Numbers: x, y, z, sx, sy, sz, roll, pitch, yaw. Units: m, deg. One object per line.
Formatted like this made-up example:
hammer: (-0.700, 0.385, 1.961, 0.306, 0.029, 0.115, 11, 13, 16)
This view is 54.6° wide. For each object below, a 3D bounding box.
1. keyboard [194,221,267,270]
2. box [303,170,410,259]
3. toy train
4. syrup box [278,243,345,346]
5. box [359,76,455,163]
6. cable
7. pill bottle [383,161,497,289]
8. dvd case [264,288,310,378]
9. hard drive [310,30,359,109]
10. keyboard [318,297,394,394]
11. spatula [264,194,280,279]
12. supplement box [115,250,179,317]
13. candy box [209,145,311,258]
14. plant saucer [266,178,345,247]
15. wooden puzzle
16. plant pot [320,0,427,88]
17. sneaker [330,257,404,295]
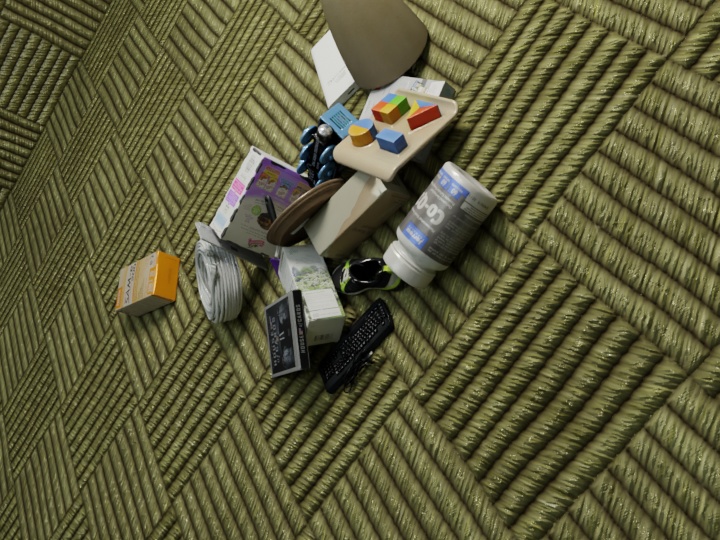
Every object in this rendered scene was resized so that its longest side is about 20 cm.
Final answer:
keyboard: (-0.283, -0.052, 1.547, 0.011, 0.199, 0.057, -39, 50, 21)
box: (-0.008, -0.115, 1.367, 0.200, 0.094, 0.078, -43, 64, 27)
toy train: (-0.066, -0.245, 1.435, 0.114, 0.201, 0.087, -40, 76, -24)
syrup box: (-0.101, 0.045, 1.397, 0.082, 0.077, 0.202, 106, 149, -44)
box: (0.080, -0.309, 1.399, 0.199, 0.041, 0.158, 23, 91, 46)
cable: (-0.331, 0.018, 1.606, 0.200, 0.068, 0.203, 43, 138, 53)
pill bottle: (0.133, -0.074, 1.201, 0.201, 0.113, 0.114, -53, 45, 15)
dvd case: (-0.149, 0.131, 1.390, 0.200, 0.024, 0.153, 151, 113, -63)
hard drive: (-0.046, -0.480, 1.601, 0.131, 0.026, 0.202, -38, 51, 29)
keyboard: (-0.014, 0.148, 1.318, 0.201, 0.039, 0.105, -50, 45, 20)
spatula: (-0.181, -0.065, 1.503, 0.056, 0.020, 0.204, 8, 113, 45)
supplement box: (-0.584, 0.039, 1.905, 0.198, 0.073, 0.128, -20, 60, 39)
candy box: (-0.209, -0.143, 1.532, 0.071, 0.166, 0.202, 40, 103, 45)
plant saucer: (-0.103, -0.111, 1.415, 0.200, 0.199, 0.030, -42, 79, 26)
wooden puzzle: (0.058, -0.266, 1.294, 0.200, 0.047, 0.184, -47, 42, -14)
plant pot: (0.007, -0.507, 1.403, 0.185, 0.200, 0.190, -22, 48, 26)
sneaker: (0.000, 0.000, 1.327, 0.198, 0.082, 0.073, -7, 69, 45)
